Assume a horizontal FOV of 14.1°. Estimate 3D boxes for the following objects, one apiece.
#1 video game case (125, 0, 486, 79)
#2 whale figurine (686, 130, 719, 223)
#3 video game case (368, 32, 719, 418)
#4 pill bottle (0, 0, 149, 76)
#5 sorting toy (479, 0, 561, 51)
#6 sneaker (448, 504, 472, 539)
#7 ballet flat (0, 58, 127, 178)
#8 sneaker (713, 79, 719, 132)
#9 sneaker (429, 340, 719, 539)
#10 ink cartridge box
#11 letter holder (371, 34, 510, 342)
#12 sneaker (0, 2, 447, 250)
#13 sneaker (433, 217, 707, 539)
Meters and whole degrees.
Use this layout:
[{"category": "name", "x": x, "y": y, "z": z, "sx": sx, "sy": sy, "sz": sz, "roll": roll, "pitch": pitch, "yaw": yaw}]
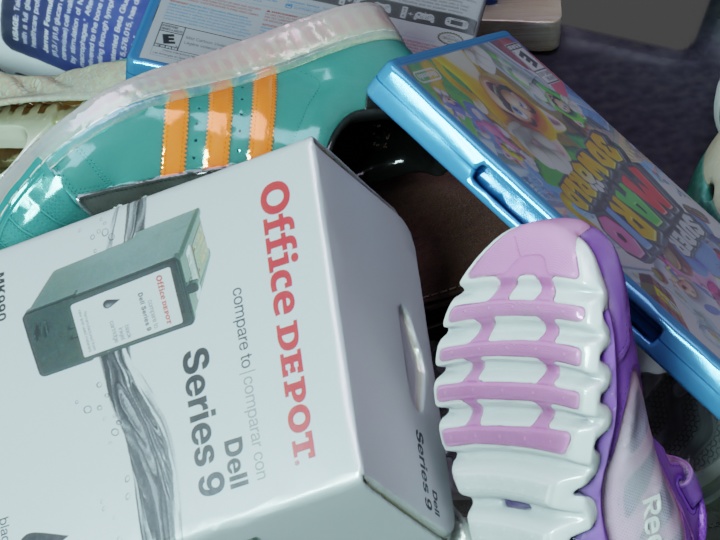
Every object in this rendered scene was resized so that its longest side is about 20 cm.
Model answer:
[{"category": "video game case", "x": -0.013, "y": -0.136, "z": 1.310, "sx": 0.142, "sy": 0.018, "sz": 0.201, "roll": 12, "pitch": 45, "yaw": 3}, {"category": "whale figurine", "x": 0.231, "y": 0.004, "z": 1.291, "sx": 0.199, "sy": 0.104, "sz": 0.160, "roll": 17, "pitch": 34, "yaw": -23}, {"category": "video game case", "x": 0.103, "y": -0.018, "z": 1.155, "sx": 0.200, "sy": 0.018, "sz": 0.143, "roll": 43, "pitch": 21, "yaw": 10}, {"category": "pill bottle", "x": -0.114, "y": -0.132, "z": 1.391, "sx": 0.199, "sy": 0.112, "sz": 0.111, "roll": 22, "pitch": 44, "yaw": 20}, {"category": "sorting toy", "x": 0.003, "y": -0.204, "z": 1.517, "sx": 0.198, "sy": 0.070, "sz": 0.199, "roll": 2, "pitch": 40, "yaw": -2}, {"category": "sneaker", "x": 0.008, "y": 0.132, "z": 1.109, "sx": 0.199, "sy": 0.092, "sz": 0.076, "roll": -20, "pitch": 45, "yaw": -25}, {"category": "ballet flat", "x": -0.132, "y": -0.056, "z": 1.320, "sx": 0.199, "sy": 0.068, "sz": 0.063, "roll": 1, "pitch": 45, "yaw": 35}, {"category": "sneaker", "x": 0.270, "y": -0.092, "z": 1.411, "sx": 0.199, "sy": 0.076, "sz": 0.081, "roll": 5, "pitch": 32, "yaw": 1}, {"category": "sneaker", "x": 0.067, "y": 0.085, "z": 1.191, "sx": 0.199, "sy": 0.082, "sz": 0.075, "roll": 7, "pitch": 54, "yaw": 33}, {"category": "ink cartridge box", "x": -0.077, "y": 0.054, "z": 1.103, "sx": 0.199, "sy": 0.084, "sz": 0.147, "roll": -20, "pitch": 61, "yaw": 19}, {"category": "letter holder", "x": 0.000, "y": 0.000, "z": 1.258, "sx": 0.199, "sy": 0.101, "sz": 0.142, "roll": -18, "pitch": 47, "yaw": -23}, {"category": "sneaker", "x": -0.053, "y": -0.038, "z": 1.170, "sx": 0.199, "sy": 0.072, "sz": 0.080, "roll": -26, "pitch": 62, "yaw": -19}, {"category": "sneaker", "x": 0.085, "y": 0.077, "z": 1.062, "sx": 0.088, "sy": 0.202, "sz": 0.080, "roll": -15, "pitch": 16, "yaw": -39}]
